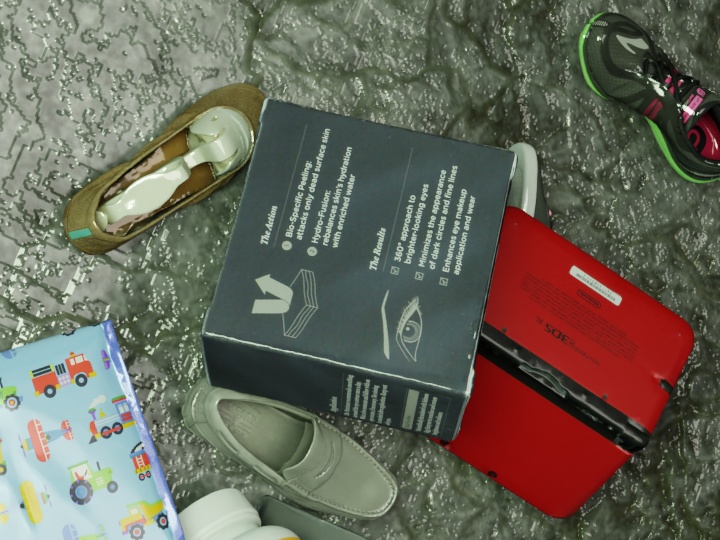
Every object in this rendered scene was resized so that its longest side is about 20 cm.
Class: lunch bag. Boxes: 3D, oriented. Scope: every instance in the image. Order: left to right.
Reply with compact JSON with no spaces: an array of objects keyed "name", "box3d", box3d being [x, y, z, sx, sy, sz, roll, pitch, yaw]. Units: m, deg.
[{"name":"lunch bag","box3d":[-0.219,0.159,1.131,0.149,0.094,0.201,-17,74,-24]}]

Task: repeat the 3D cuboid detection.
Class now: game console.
[{"name":"game console","box3d":[0.145,0.078,1.317,0.199,0.119,0.173,33,67,-6]}]

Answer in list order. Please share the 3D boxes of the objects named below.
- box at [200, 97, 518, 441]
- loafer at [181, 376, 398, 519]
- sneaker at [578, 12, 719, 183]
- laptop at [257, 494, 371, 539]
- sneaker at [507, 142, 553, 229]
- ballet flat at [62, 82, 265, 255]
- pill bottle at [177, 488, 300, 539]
[{"name":"box","box3d":[0.000,0.000,1.193,0.198,0.118,0.198,13,67,3]},{"name":"loafer","box3d":[-0.050,0.146,1.260,0.199,0.070,0.070,28,79,-23]},{"name":"sneaker","box3d":[0.273,-0.158,1.403,0.200,0.084,0.077,39,74,-20]},{"name":"laptop","box3d":[-0.010,0.311,1.280,0.199,0.115,0.189,28,81,-38]},{"name":"sneaker","box3d":[0.158,-0.008,1.360,0.098,0.071,0.202,-1,97,-25]},{"name":"ballet flat","box3d":[-0.139,-0.079,1.216,0.199,0.072,0.068,-34,105,-21]},{"name":"pill bottle","box3d":[-0.067,0.264,1.187,0.112,0.113,0.200,-30,63,-22]}]
